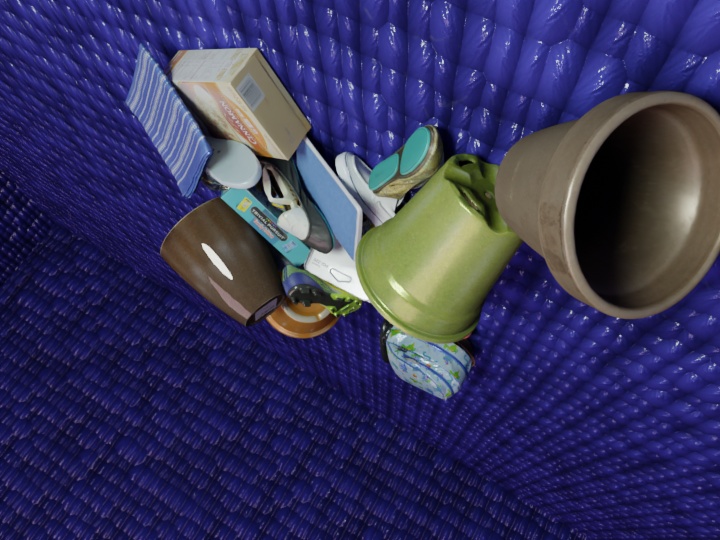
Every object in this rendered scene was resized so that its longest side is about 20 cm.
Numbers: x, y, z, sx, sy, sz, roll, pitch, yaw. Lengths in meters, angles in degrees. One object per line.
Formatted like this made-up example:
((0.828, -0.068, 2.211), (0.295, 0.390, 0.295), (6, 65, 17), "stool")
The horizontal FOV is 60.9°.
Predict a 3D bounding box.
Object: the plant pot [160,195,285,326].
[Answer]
((-0.232, -0.003, 1.131), (0.200, 0.186, 0.187), (50, 164, 11), "plant pot")

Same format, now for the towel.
((-0.302, -0.226, 0.953), (0.201, 0.024, 0.145), (56, 145, 4), "towel")

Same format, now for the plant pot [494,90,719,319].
((0.224, -0.072, 0.601), (0.200, 0.201, 0.174), (42, 175, -27), "plant pot")

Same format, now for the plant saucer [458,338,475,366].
((0.180, 0.154, 1.408), (0.199, 0.037, 0.201), (29, 160, 12), "plant saucer")

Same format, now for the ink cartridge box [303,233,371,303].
((0.000, 0.000, 1.149), (0.145, 0.085, 0.200), (26, -176, 17), "ink cartridge box")

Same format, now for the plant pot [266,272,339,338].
((-0.120, 0.048, 1.322), (0.199, 0.201, 0.183), (34, 172, -5), "plant pot")

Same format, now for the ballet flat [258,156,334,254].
((-0.117, -0.109, 1.019), (0.201, 0.068, 0.068), (61, 143, 11), "ballet flat")

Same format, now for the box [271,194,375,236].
((-0.054, -0.109, 1.070), (0.199, 0.071, 0.064), (21, 174, 29), "box")

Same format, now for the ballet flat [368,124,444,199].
((0.075, -0.142, 0.831), (0.070, 0.071, 0.200), (37, 160, -12), "ballet flat")

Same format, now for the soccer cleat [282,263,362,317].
((-0.068, 0.035, 1.166), (0.199, 0.065, 0.084), (20, -141, -48), "soccer cleat")

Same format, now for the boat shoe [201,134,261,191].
((-0.217, -0.165, 1.003), (0.199, 0.071, 0.091), (29, 165, 34), "boat shoe")

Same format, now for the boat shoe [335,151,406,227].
((0.041, -0.111, 0.958), (0.065, 0.074, 0.200), (-25, 120, 31), "boat shoe")

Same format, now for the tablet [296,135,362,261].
((-0.052, -0.121, 0.973), (0.201, 0.014, 0.131), (54, 157, 29), "tablet")

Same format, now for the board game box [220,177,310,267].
((-0.173, -0.120, 1.156), (0.200, 0.047, 0.151), (44, -162, -31), "board game box")

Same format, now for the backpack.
((0.140, 0.188, 1.319), (0.198, 0.155, 0.164), (11, 148, 18), "backpack")

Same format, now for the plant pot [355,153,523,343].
((0.119, -0.040, 0.788), (0.199, 0.201, 0.185), (33, 133, -2), "plant pot")

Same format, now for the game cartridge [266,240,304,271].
((-0.161, -0.059, 1.250), (0.199, 0.129, 0.039), (34, 132, 29), "game cartridge")

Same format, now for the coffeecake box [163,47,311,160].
((-0.198, -0.258, 0.946), (0.199, 0.073, 0.154), (16, 156, 40), "coffeecake box")
